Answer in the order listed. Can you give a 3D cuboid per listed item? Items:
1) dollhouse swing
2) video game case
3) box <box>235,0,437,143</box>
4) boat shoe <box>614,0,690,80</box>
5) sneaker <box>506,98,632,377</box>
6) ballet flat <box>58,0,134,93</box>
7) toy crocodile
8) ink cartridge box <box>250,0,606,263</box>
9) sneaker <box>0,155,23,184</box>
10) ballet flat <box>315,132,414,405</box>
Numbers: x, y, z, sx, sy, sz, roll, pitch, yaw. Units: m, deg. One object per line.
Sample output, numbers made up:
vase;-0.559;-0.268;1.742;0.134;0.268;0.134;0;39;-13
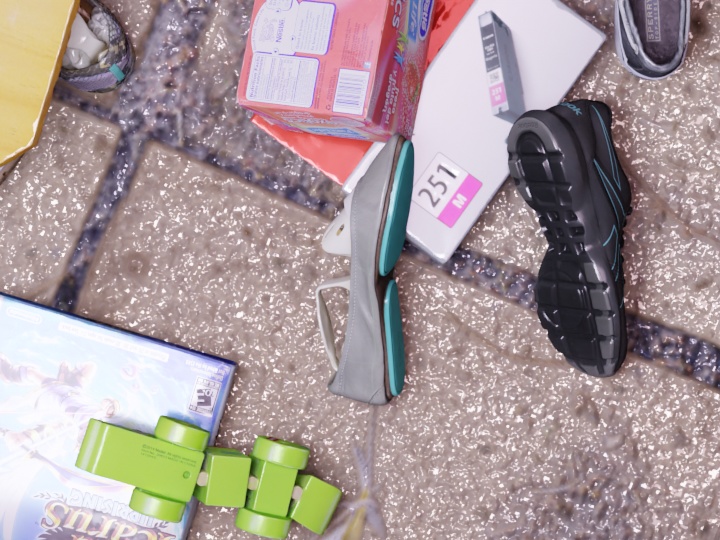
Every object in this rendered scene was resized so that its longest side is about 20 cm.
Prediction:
dollhouse swing;-0.286;-0.174;1.652;0.175;0.182;0.201;16;94;-8
video game case;-0.207;0.125;1.710;0.199;0.045;0.182;16;91;0
box;-0.008;-0.195;1.666;0.102;0.095;0.201;8;84;21
boat shoe;0.199;-0.235;1.698;0.073;0.068;0.200;0;89;0
sneaker;0.164;-0.024;1.693;0.079;0.075;0.201;-26;112;-39
ballet flat;-0.242;-0.201;1.701;0.200;0.072;0.072;38;90;1
toy crocodile;-0.102;0.141;1.667;0.199;0.062;0.068;13;91;-24
ink cartridge box;0.047;-0.135;1.712;0.173;0.044;0.200;36;90;-1
sneaker;-0.336;-0.058;1.699;0.200;0.071;0.113;-41;93;2
ballet flat;0.000;0.000;1.673;0.063;0.067;0.201;7;113;13
